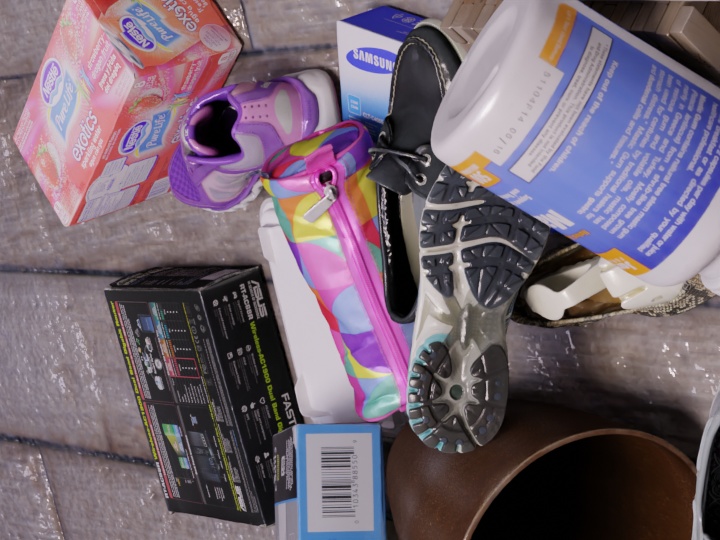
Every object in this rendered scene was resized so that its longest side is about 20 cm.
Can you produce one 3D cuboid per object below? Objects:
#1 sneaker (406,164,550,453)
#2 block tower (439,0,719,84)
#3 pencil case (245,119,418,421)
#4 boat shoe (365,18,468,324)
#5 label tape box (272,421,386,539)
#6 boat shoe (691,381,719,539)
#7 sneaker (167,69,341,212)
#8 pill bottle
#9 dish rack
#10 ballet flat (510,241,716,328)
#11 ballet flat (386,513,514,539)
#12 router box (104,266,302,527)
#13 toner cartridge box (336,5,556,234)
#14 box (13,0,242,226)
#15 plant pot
[{"bbox_3d":[0.062,0.005,1.343,0.086,0.077,0.201,-115,39,-80],"label":"sneaker"},{"bbox_3d":[0.136,-0.145,1.256,0.054,0.058,0.199,36,165,-36],"label":"block tower"},{"bbox_3d":[0.000,0.000,1.458,0.088,0.088,0.201,5,125,53],"label":"pencil case"},{"bbox_3d":[0.035,-0.055,1.375,0.074,0.066,0.200,32,133,42],"label":"boat shoe"},{"bbox_3d":[-0.028,0.185,1.554,0.200,0.066,0.144,145,124,-77],"label":"label tape box"},{"bbox_3d":[0.220,0.153,1.290,0.070,0.072,0.202,9,117,23],"label":"boat shoe"},{"bbox_3d":[-0.098,-0.094,1.586,0.200,0.088,0.081,-23,75,56],"label":"sneaker"},{"bbox_3d":[0.147,-0.061,1.186,0.199,0.112,0.112,31,145,-11],"label":"pill bottle"},{"bbox_3d":[-0.010,0.034,1.585,0.171,0.043,0.201,4,110,54],"label":"dish rack"},{"bbox_3d":[0.153,0.003,1.313,0.200,0.075,0.068,-22,89,56],"label":"ballet flat"},{"bbox_3d":[0.053,0.216,1.571,0.200,0.069,0.070,1,109,59],"label":"ballet flat"},{"bbox_3d":[-0.118,0.097,1.751,0.149,0.062,0.201,0,108,53],"label":"router box"},{"bbox_3d":[0.065,-0.099,1.407,0.200,0.043,0.096,25,127,46],"label":"toner cartridge box"},{"bbox_3d":[-0.181,-0.134,1.677,0.095,0.102,0.200,56,145,17],"label":"box"},{"bbox_3d":[0.097,0.158,1.407,0.200,0.186,0.188,-148,46,-61],"label":"plant pot"}]
